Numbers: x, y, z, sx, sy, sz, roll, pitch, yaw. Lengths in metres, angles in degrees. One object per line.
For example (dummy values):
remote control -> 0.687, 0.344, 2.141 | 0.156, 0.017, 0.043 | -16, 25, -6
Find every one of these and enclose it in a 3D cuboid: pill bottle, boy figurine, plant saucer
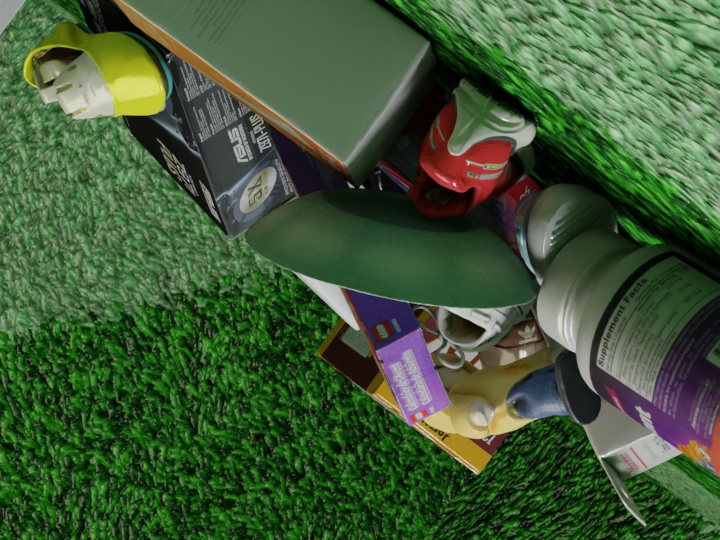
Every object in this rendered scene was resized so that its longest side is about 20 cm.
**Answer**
pill bottle -> 0.209, 0.052, 1.454 | 0.200, 0.112, 0.111 | 35, 177, 40
boy figurine -> 0.115, 0.086, 1.711 | 0.199, 0.124, 0.065 | -8, 108, 53
plant saucer -> 0.024, -0.022, 1.505 | 0.199, 0.039, 0.201 | 10, -168, -2

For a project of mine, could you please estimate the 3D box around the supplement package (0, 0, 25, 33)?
supplement package -> -0.294, -0.264, 1.622 | 0.155, 0.201, 0.111 | 34, 177, 43

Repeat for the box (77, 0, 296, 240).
box -> -0.128, -0.152, 1.717 | 0.164, 0.086, 0.201 | 45, 161, 38

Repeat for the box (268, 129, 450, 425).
box -> 0.000, 0.000, 1.668 | 0.201, 0.039, 0.137 | 64, 179, 29

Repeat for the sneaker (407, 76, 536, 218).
sneaker -> 0.064, -0.072, 1.502 | 0.077, 0.085, 0.200 | 37, 177, 8

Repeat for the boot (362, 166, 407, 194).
boot -> -0.009, -0.121, 1.750 | 0.204, 0.073, 0.154 | 50, 172, -35

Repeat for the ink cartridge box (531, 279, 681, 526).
ink cartridge box -> 0.202, 0.092, 1.792 | 0.201, 0.067, 0.116 | 67, -171, 19

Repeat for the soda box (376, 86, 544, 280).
soda box -> 0.072, -0.070, 1.668 | 0.070, 0.064, 0.200 | 32, 175, 47

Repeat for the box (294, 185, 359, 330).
box -> -0.055, -0.085, 2.016 | 0.200, 0.131, 0.199 | 46, 178, -38

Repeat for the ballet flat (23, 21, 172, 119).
ballet flat -> -0.199, -0.140, 1.663 | 0.200, 0.067, 0.067 | 26, 141, 62

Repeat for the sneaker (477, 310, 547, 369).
sneaker -> 0.105, 0.009, 1.859 | 0.076, 0.070, 0.201 | 93, 155, -44

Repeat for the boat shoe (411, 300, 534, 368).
boat shoe -> 0.079, 0.030, 1.688 | 0.074, 0.086, 0.202 | 35, 176, 9

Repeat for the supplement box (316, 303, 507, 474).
supplement box -> 0.089, 0.055, 2.147 | 0.132, 0.198, 0.200 | 37, 178, -19

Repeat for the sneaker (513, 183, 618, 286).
sneaker -> 0.132, -0.024, 1.576 | 0.082, 0.074, 0.200 | 32, 175, 22

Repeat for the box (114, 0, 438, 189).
box -> -0.057, -0.157, 1.487 | 0.199, 0.098, 0.124 | 36, 178, 7
